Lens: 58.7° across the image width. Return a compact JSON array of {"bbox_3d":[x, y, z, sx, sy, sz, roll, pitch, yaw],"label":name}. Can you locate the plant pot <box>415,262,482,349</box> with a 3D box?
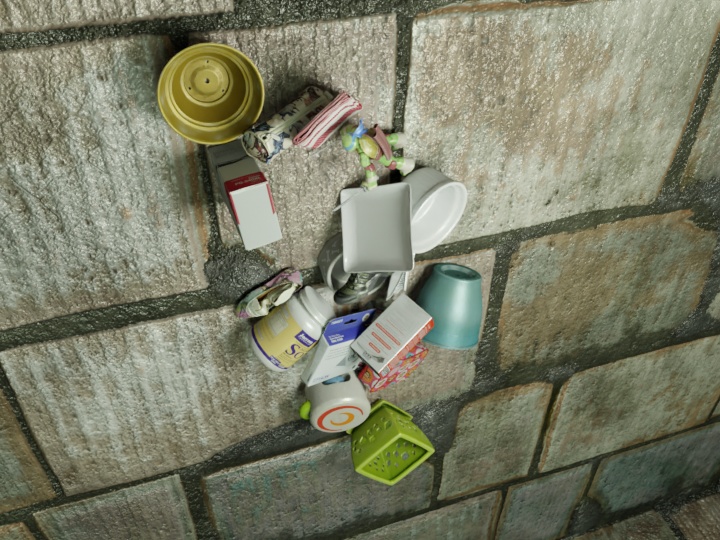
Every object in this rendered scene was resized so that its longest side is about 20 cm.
[{"bbox_3d":[0.246,0.087,1.751,0.200,0.200,0.188,1,112,-23],"label":"plant pot"}]

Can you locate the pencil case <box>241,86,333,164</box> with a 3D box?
[{"bbox_3d":[-0.144,-0.298,1.299,0.200,0.089,0.078,-42,111,-24],"label":"pencil case"}]

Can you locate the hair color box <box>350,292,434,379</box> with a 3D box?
[{"bbox_3d":[0.083,0.170,1.666,0.200,0.111,0.064,-43,153,-11],"label":"hair color box"}]

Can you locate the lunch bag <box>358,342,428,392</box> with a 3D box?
[{"bbox_3d":[0.092,0.281,1.867,0.200,0.082,0.176,-8,137,-50],"label":"lunch bag"}]

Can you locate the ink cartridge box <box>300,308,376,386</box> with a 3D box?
[{"bbox_3d":[-0.045,0.201,1.680,0.199,0.041,0.200,-11,135,-50],"label":"ink cartridge box"}]

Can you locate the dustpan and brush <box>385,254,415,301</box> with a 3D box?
[{"bbox_3d":[0.120,-0.017,1.678,0.057,0.140,0.201,11,94,10],"label":"dustpan and brush"}]

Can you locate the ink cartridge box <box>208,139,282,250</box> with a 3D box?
[{"bbox_3d":[-0.242,-0.162,1.335,0.083,0.200,0.145,-20,132,-12],"label":"ink cartridge box"}]

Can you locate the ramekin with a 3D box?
[{"bbox_3d":[0.153,-0.149,1.537,0.200,0.098,0.201,-33,148,-24],"label":"ramekin"}]

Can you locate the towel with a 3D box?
[{"bbox_3d":[-0.063,-0.303,1.318,0.144,0.200,0.023,-40,91,12],"label":"towel"}]

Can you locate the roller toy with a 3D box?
[{"bbox_3d":[-0.067,0.373,1.876,0.182,0.140,0.200,-39,134,25],"label":"roller toy"}]

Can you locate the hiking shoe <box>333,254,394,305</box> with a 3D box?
[{"bbox_3d":[0.000,0.000,1.583,0.200,0.076,0.101,-40,120,1],"label":"hiking shoe"}]

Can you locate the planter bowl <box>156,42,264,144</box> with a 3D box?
[{"bbox_3d":[-0.292,-0.353,1.236,0.200,0.084,0.201,-12,131,-14],"label":"planter bowl"}]

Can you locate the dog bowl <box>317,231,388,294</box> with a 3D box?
[{"bbox_3d":[-0.009,-0.012,1.645,0.200,0.059,0.200,-12,130,-15],"label":"dog bowl"}]

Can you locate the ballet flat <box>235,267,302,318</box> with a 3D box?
[{"bbox_3d":[-0.229,0.070,1.610,0.200,0.071,0.069,-35,132,7],"label":"ballet flat"}]

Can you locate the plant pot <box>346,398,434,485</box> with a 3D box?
[{"bbox_3d":[0.083,0.537,2.042,0.199,0.182,0.200,-43,130,13],"label":"plant pot"}]

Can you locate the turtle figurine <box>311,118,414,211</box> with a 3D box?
[{"bbox_3d":[0.009,-0.251,1.418,0.194,0.144,0.200,-4,130,-39],"label":"turtle figurine"}]

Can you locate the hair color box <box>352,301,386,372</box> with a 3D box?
[{"bbox_3d":[0.012,0.191,1.815,0.099,0.061,0.200,23,115,-35],"label":"hair color box"}]

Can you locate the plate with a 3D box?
[{"bbox_3d":[0.043,-0.096,1.480,0.032,0.200,0.200,-4,92,-53],"label":"plate"}]

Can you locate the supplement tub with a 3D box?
[{"bbox_3d":[-0.174,0.149,1.647,0.200,0.146,0.145,-40,131,12],"label":"supplement tub"}]
